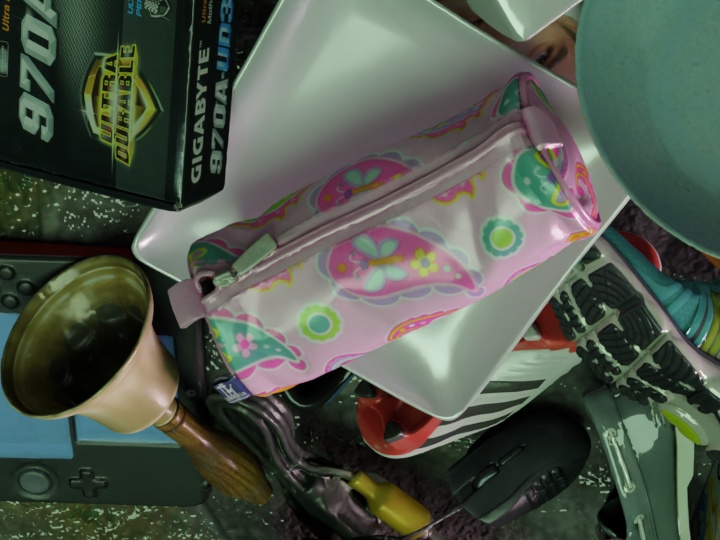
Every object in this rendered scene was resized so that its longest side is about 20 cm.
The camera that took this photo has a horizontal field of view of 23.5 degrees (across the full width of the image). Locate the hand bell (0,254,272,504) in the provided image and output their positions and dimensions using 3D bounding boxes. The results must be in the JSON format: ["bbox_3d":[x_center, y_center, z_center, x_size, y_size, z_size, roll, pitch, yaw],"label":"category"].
[{"bbox_3d":[-0.111,0.089,1.023,0.103,0.105,0.200,-20,137,21],"label":"hand bell"}]

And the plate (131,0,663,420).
[{"bbox_3d":[0.016,-0.042,0.860,0.198,0.032,0.201,28,118,-13],"label":"plate"}]

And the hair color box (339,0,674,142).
[{"bbox_3d":[0.053,-0.134,0.854,0.199,0.061,0.099,37,123,-20],"label":"hair color box"}]

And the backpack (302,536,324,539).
[{"bbox_3d":[0.017,0.268,1.101,0.175,0.152,0.200,3,159,13],"label":"backpack"}]

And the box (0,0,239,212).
[{"bbox_3d":[-0.133,-0.143,0.813,0.157,0.046,0.202,15,111,22],"label":"box"}]

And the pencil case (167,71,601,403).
[{"bbox_3d":[0.011,-0.014,0.809,0.198,0.088,0.088,-25,121,16],"label":"pencil case"}]

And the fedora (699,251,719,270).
[{"bbox_3d":[0.248,-0.041,0.885,0.198,0.082,0.202,3,127,4],"label":"fedora"}]

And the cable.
[{"bbox_3d":[-0.032,0.114,1.052,0.097,0.051,0.200,5,144,48],"label":"cable"}]

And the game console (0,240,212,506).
[{"bbox_3d":[-0.181,0.068,1.060,0.175,0.031,0.202,5,128,4],"label":"game console"}]

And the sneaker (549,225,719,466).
[{"bbox_3d":[0.178,0.037,0.917,0.200,0.080,0.077,40,152,-11],"label":"sneaker"}]

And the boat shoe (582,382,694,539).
[{"bbox_3d":[0.162,0.147,1.042,0.061,0.073,0.202,-9,120,-9],"label":"boat shoe"}]

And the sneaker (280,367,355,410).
[{"bbox_3d":[0.000,0.000,0.946,0.078,0.090,0.201,15,128,-6],"label":"sneaker"}]

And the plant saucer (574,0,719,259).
[{"bbox_3d":[0.198,-0.090,0.813,0.199,0.203,0.039,6,164,3],"label":"plant saucer"}]

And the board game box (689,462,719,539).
[{"bbox_3d":[0.259,0.170,1.034,0.104,0.104,0.201,10,128,-1],"label":"board game box"}]

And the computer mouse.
[{"bbox_3d":[0.050,0.137,1.016,0.199,0.059,0.034,-29,147,-16],"label":"computer mouse"}]

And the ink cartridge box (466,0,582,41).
[{"bbox_3d":[0.066,-0.224,0.731,0.147,0.086,0.201,-34,111,3],"label":"ink cartridge box"}]

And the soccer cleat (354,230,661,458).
[{"bbox_3d":[0.086,0.044,0.990,0.199,0.069,0.085,-36,156,11],"label":"soccer cleat"}]
